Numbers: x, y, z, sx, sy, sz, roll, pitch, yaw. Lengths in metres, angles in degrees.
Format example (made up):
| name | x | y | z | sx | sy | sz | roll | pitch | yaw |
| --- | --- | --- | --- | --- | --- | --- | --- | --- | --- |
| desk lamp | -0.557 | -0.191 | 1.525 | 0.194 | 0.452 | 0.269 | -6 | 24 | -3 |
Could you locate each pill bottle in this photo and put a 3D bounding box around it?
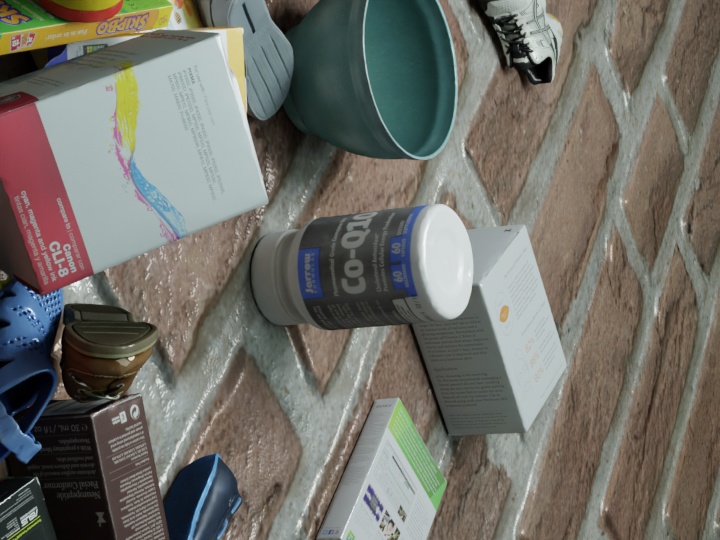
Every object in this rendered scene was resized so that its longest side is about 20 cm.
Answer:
| name | x | y | z | sx | sy | sz | roll | pitch | yaw |
| --- | --- | --- | --- | --- | --- | --- | --- | --- | --- |
| pill bottle | 0.000 | 0.000 | 1.699 | 0.114 | 0.199 | 0.114 | 18 | 69 | -58 |

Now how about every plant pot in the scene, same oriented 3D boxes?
| name | x | y | z | sx | sy | sz | roll | pitch | yaw |
| --- | --- | --- | --- | --- | --- | --- | --- | --- | --- |
| plant pot | -0.003 | -0.207 | 1.794 | 0.200 | 0.134 | 0.201 | 16 | 71 | -58 |

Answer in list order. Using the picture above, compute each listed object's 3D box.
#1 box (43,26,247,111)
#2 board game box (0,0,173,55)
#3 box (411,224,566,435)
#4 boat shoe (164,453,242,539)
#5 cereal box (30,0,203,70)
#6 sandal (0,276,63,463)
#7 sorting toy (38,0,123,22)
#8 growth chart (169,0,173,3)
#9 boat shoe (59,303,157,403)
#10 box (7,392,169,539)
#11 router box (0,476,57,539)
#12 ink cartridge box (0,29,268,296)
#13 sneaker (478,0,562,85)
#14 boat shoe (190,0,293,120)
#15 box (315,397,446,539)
| name | x | y | z | sx | sy | sz | roll | pitch | yaw |
| --- | --- | --- | --- | --- | --- | --- | --- | --- | --- |
| box | -0.188 | -0.142 | 1.466 | 0.199 | 0.041 | 0.120 | -9 | 103 | -35 |
| board game box | -0.255 | -0.214 | 1.370 | 0.200 | 0.096 | 0.030 | -15 | 138 | -43 |
| box | 0.148 | 0.070 | 2.031 | 0.152 | 0.106 | 0.201 | -48 | 126 | -51 |
| boat shoe | -0.146 | 0.249 | 1.520 | 0.069 | 0.084 | 0.200 | 53 | 44 | -24 |
| cereal box | -0.215 | -0.210 | 1.527 | 0.200 | 0.039 | 0.144 | -53 | 129 | -49 |
| sandal | -0.268 | 0.085 | 1.344 | 0.080 | 0.087 | 0.201 | 49 | 43 | -42 |
| sorting toy | -0.211 | -0.283 | 1.390 | 0.198 | 0.200 | 0.070 | -21 | 143 | -34 |
| growth chart | -0.210 | -0.319 | 1.521 | 0.145 | 0.018 | 0.201 | 30 | 50 | -33 |
| boat shoe | -0.200 | 0.071 | 1.355 | 0.200 | 0.072 | 0.068 | -151 | -114 | -78 |
| box | -0.216 | 0.206 | 1.396 | 0.075 | 0.100 | 0.201 | -23 | 104 | -58 |
| router box | -0.298 | 0.263 | 1.282 | 0.200 | 0.062 | 0.150 | -36 | 115 | -56 |
| ink cartridge box | -0.199 | -0.091 | 1.347 | 0.199 | 0.145 | 0.145 | -23 | 108 | -21 |
| sneaker | 0.211 | -0.308 | 2.233 | 0.200 | 0.075 | 0.088 | 32 | 58 | -53 |
| boat shoe | -0.116 | -0.226 | 1.665 | 0.074 | 0.067 | 0.200 | -46 | 154 | -20 |
| box | 0.026 | 0.259 | 1.864 | 0.145 | 0.036 | 0.200 | 61 | 39 | -34 |
